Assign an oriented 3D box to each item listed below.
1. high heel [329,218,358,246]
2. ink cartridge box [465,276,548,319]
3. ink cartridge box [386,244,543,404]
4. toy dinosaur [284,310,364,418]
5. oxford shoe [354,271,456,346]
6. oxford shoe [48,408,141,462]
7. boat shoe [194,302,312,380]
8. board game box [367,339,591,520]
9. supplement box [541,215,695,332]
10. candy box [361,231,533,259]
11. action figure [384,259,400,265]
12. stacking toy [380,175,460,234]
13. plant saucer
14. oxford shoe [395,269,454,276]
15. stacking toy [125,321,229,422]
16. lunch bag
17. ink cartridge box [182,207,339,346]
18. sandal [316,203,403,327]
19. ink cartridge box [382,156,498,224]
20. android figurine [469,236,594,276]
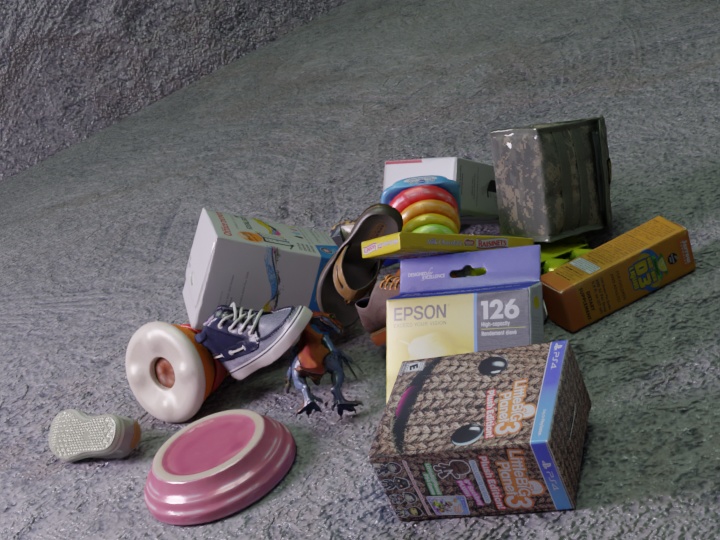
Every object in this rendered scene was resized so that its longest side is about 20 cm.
[{"bbox_3d":[0.042,-0.068,1.963,0.200,0.071,0.143,-9,8,4],"label":"high heel"},{"bbox_3d":[0.161,0.064,1.544,0.116,0.067,0.200,0,30,43],"label":"ink cartridge box"},{"bbox_3d":[0.123,0.074,1.411,0.198,0.200,0.047,-6,-9,32],"label":"ink cartridge box"},{"bbox_3d":[-0.049,0.105,1.540,0.105,0.200,0.182,-7,53,-8],"label":"toy dinosaur"},{"bbox_3d":[0.053,0.037,1.544,0.071,0.073,0.200,-39,1,-39],"label":"oxford shoe"},{"bbox_3d":[-0.374,0.232,1.642,0.058,0.075,0.200,15,-16,-42],"label":"oxford shoe"},{"bbox_3d":[-0.149,0.078,1.561,0.200,0.093,0.075,-37,17,47],"label":"boat shoe"},{"bbox_3d":[0.132,0.172,1.262,0.200,0.097,0.159,-10,33,25],"label":"board game box"},{"bbox_3d":[0.336,0.003,1.535,0.200,0.067,0.069,-27,24,-14],"label":"supplement box"},{"bbox_3d":[0.112,-0.029,1.506,0.200,0.026,0.102,1,-9,-27],"label":"candy box"},{"bbox_3d":[0.026,-0.024,1.866,0.200,0.065,0.052,-11,47,19],"label":"action figure"},{"bbox_3d":[0.097,-0.033,1.623,0.116,0.110,0.200,-7,40,-3],"label":"stacking toy"},{"bbox_3d":[-0.182,0.237,1.470,0.200,0.051,0.201,-17,22,7],"label":"plant saucer"},{"bbox_3d":[0.111,0.001,1.730,0.073,0.071,0.200,10,40,23],"label":"oxford shoe"},{"bbox_3d":[-0.226,0.127,1.704,0.146,0.146,0.200,-3,10,36],"label":"stacking toy"},{"bbox_3d":[0.295,-0.134,1.687,0.200,0.164,0.118,-14,11,-38],"label":"lunch bag"},{"bbox_3d":[-0.143,0.012,1.709,0.200,0.145,0.147,11,16,-19],"label":"ink cartridge box"},{"bbox_3d":[0.000,0.000,1.620,0.200,0.082,0.055,-58,19,26],"label":"sandal"},{"bbox_3d":[0.153,-0.121,1.825,0.144,0.084,0.200,2,-3,42],"label":"ink cartridge box"},{"bbox_3d":[0.237,-0.015,1.657,0.182,0.041,0.200,-18,17,-40],"label":"android figurine"}]
